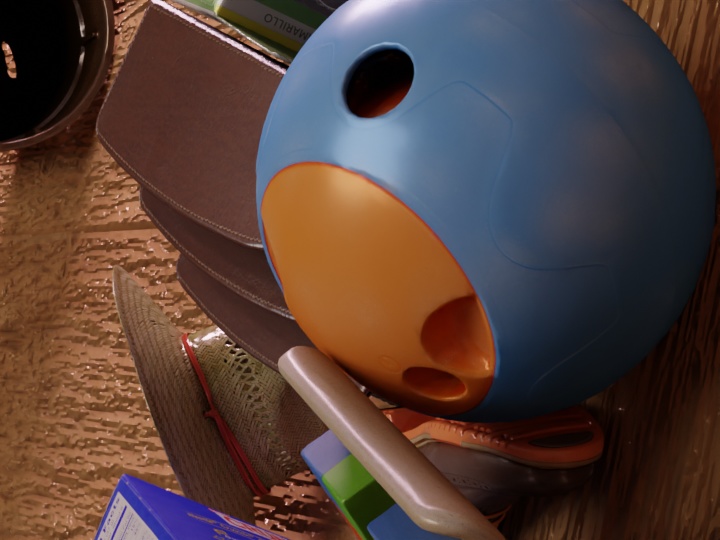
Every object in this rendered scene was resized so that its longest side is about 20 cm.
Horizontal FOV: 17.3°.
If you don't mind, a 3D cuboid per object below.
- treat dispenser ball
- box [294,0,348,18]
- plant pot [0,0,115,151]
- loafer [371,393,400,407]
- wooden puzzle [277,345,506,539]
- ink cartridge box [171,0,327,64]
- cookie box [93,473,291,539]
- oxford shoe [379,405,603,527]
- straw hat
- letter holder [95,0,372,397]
[{"bbox_3d":[0.054,-0.035,1.024,0.201,0.200,0.202,-41,41,49],"label":"treat dispenser ball"},{"bbox_3d":[0.041,-0.224,1.216,0.200,0.131,0.115,-56,16,30],"label":"box"},{"bbox_3d":[-0.315,-0.177,1.883,0.198,0.199,0.202,161,122,-69],"label":"plant pot"},{"bbox_3d":[0.000,0.000,1.271,0.072,0.062,0.200,-61,28,26],"label":"loafer"},{"bbox_3d":[0.044,0.136,0.958,0.046,0.200,0.185,-40,28,-5],"label":"wooden puzzle"},{"bbox_3d":[-0.013,-0.126,1.274,0.048,0.145,0.200,-65,26,4],"label":"ink cartridge box"},{"bbox_3d":[-0.026,0.184,1.094,0.076,0.170,0.200,-64,26,4],"label":"cookie box"},{"bbox_3d":[0.057,0.100,1.115,0.200,0.071,0.074,174,90,-67],"label":"oxford shoe"},{"bbox_3d":[-0.061,0.073,1.317,0.085,0.202,0.202,-23,39,2],"label":"straw hat"},{"bbox_3d":[-0.055,-0.033,1.208,0.200,0.100,0.143,33,97,51],"label":"letter holder"}]
